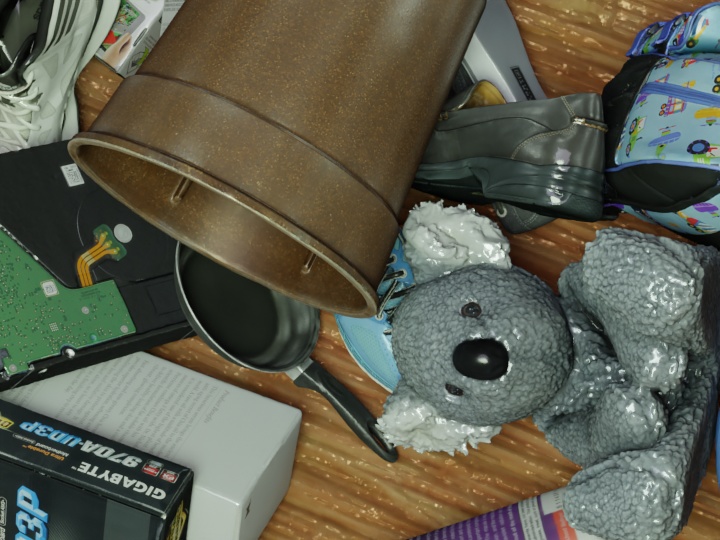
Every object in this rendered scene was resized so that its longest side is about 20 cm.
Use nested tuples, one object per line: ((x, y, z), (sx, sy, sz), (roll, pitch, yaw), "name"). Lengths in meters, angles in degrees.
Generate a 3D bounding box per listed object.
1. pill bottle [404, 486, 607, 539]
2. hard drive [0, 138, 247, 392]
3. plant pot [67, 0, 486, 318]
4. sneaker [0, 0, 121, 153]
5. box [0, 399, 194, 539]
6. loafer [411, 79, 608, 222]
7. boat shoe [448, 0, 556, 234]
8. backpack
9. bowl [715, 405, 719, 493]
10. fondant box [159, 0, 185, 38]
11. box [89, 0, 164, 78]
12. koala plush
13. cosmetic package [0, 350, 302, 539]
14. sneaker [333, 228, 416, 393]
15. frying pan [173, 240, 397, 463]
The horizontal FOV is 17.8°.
((0.061, 0.209, 1.381), (0.199, 0.111, 0.112), (-19, 80, 6), "pill bottle")
((-0.178, -0.010, 1.422), (0.038, 0.199, 0.140), (-36, 75, 45), "hard drive")
((-0.034, -0.107, 1.323), (0.199, 0.200, 0.199), (26, 79, 12), "plant pot")
((-0.224, -0.110, 1.450), (0.075, 0.115, 0.202), (25, 106, 15), "sneaker")
((-0.188, 0.178, 1.400), (0.158, 0.046, 0.201), (19, 129, 11), "box")
((0.071, -0.078, 1.386), (0.199, 0.073, 0.073), (12, 87, 40), "loafer")
((0.074, -0.115, 1.451), (0.066, 0.070, 0.201), (-32, 82, 29), "boat shoe")
((0.236, -0.072, 1.329), (0.181, 0.200, 0.135), (21, 86, -7), "backpack")
((0.304, 0.099, 1.354), (0.199, 0.039, 0.202), (-1, 104, -6), "bowl")
((-0.039, -0.231, 1.436), (0.143, 0.058, 0.202), (6, 93, -26), "fondant box")
((-0.200, -0.227, 1.522), (0.200, 0.035, 0.110), (37, 90, 12), "box")
((0.108, 0.050, 1.348), (0.198, 0.184, 0.179), (6, 100, 16), "koala plush")
((-0.148, 0.106, 1.427), (0.199, 0.102, 0.072), (19, 128, 12), "cosmetic package")
((0.000, 0.000, 1.430), (0.078, 0.090, 0.200), (-38, 79, 3), "sneaker")
((-0.046, 0.035, 1.454), (0.190, 0.115, 0.031), (37, 132, -24), "frying pan")
